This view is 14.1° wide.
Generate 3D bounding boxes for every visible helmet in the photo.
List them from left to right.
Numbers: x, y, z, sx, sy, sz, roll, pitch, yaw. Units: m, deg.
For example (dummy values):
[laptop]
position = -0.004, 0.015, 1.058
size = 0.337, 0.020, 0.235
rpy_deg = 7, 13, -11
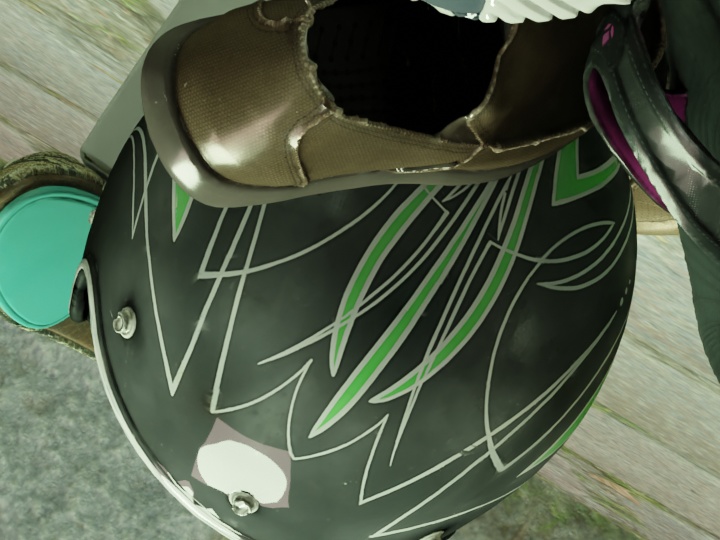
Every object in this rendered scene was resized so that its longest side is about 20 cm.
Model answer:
[helmet]
position = 0.000, 0.000, 0.992
size = 0.200, 0.200, 0.191
rpy_deg = 33, 175, -12

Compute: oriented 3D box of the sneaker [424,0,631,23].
[sneaker]
position = 0.005, -0.138, 0.754
size = 0.199, 0.080, 0.130
rpy_deg = 16, 154, 33

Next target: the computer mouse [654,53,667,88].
[computer mouse]
position = 0.029, -0.124, 1.022
size = 0.200, 0.034, 0.059
rpy_deg = 37, 175, 10

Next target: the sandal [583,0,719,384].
[sandal]
position = 0.100, -0.030, 0.875
size = 0.075, 0.048, 0.201
rpy_deg = -129, 21, -57

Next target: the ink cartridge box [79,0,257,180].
[ink cartridge box]
position = -0.037, -0.069, 1.203
size = 0.084, 0.146, 0.200
rpy_deg = 32, 173, 3

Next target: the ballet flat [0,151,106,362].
[ballet flat]
position = -0.108, -0.004, 1.139
size = 0.075, 0.068, 0.200
rpy_deg = 53, -174, 35

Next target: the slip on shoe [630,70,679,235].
[slip on shoe]
position = 0.076, -0.050, 1.157
size = 0.061, 0.076, 0.200
rpy_deg = 42, 163, -24

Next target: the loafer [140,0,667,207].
[loafer]
position = 0.030, -0.061, 0.864
size = 0.071, 0.200, 0.073
rpy_deg = -17, 93, 48
